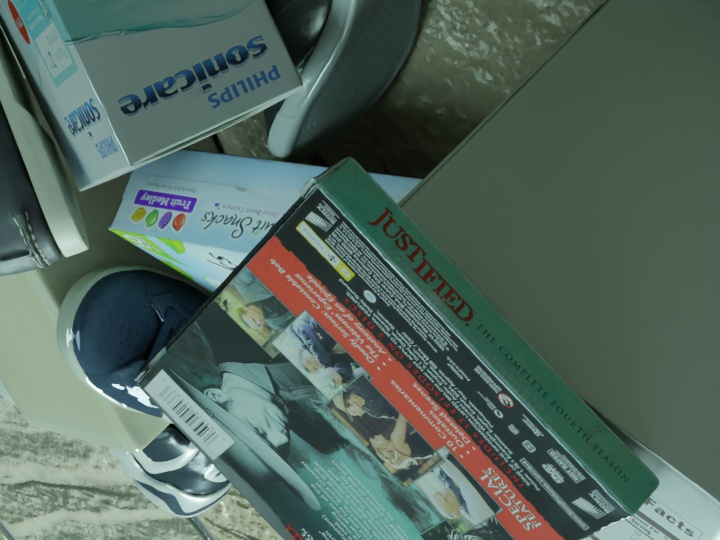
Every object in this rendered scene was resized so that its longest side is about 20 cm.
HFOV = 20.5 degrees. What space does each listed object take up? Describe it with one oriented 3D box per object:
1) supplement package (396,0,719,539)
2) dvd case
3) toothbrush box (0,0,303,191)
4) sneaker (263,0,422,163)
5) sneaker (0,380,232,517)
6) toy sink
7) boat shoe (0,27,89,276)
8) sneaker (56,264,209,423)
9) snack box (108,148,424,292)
[{"bbox_3d":[0.108,0.003,0.734,0.156,0.200,0.111,37,147,12],"label":"supplement package"},{"bbox_3d":[0.002,0.055,0.704,0.146,0.022,0.200,46,147,0],"label":"dvd case"},{"bbox_3d":[-0.116,-0.143,0.853,0.200,0.085,0.146,64,165,-7],"label":"toothbrush box"},{"bbox_3d":[-0.028,-0.131,0.869,0.099,0.071,0.200,45,149,16],"label":"sneaker"},{"bbox_3d":[-0.149,0.055,1.188,0.199,0.079,0.130,43,149,9],"label":"sneaker"},{"bbox_3d":[-0.150,-0.026,1.057,0.112,0.130,0.200,9,134,45],"label":"toy sink"},{"bbox_3d":[-0.188,-0.085,0.914,0.073,0.063,0.200,71,174,-71],"label":"boat shoe"},{"bbox_3d":[-0.061,0.057,1.014,0.200,0.075,0.084,30,170,-40],"label":"sneaker"},{"bbox_3d":[0.000,0.000,0.938,0.200,0.053,0.142,11,162,42],"label":"snack box"}]
